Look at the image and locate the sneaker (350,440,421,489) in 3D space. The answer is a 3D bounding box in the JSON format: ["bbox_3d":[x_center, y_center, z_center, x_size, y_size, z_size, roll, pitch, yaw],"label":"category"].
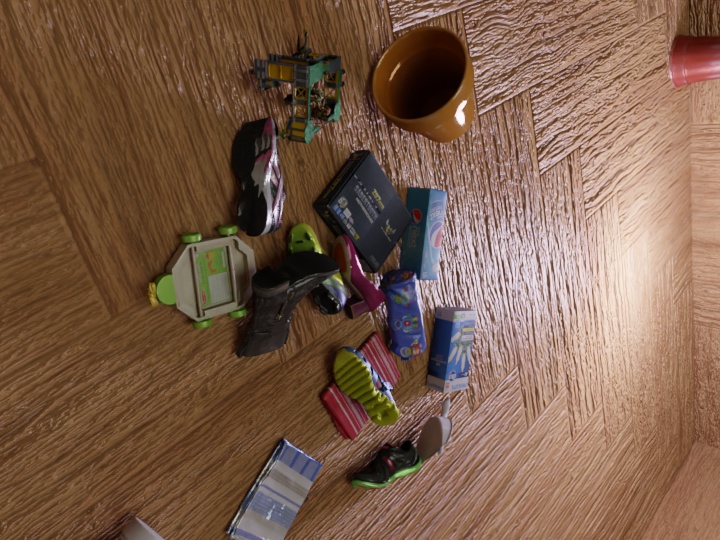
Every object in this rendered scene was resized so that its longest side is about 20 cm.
[{"bbox_3d":[0.052,0.441,1.364,0.199,0.077,0.085,-9,79,-42],"label":"sneaker"}]

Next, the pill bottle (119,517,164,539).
[{"bbox_3d":[-0.375,0.488,0.901,0.200,0.114,0.115,-51,129,-26],"label":"pill bottle"}]

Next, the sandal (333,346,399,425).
[{"bbox_3d":[0.010,0.232,1.253,0.201,0.079,0.087,57,20,-24],"label":"sandal"}]

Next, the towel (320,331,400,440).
[{"bbox_3d":[0.003,0.251,1.301,0.200,0.022,0.145,-47,125,-31],"label":"towel"}]

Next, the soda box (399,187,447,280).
[{"bbox_3d":[0.139,-0.081,1.342,0.064,0.068,0.202,1,97,-45],"label":"soda box"}]

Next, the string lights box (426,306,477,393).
[{"bbox_3d":[0.226,0.194,1.488,0.102,0.059,0.202,2,97,-46],"label":"string lights box"}]

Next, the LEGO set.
[{"bbox_3d":[-0.113,-0.307,1.026,0.200,0.115,0.155,-60,158,-48],"label":"LEGO set"}]

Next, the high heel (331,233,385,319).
[{"bbox_3d":[0.000,0.000,1.218,0.096,0.067,0.201,-29,132,-27],"label":"high heel"}]

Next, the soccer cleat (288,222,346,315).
[{"bbox_3d":[-0.082,-0.008,1.153,0.084,0.064,0.201,-66,138,-56],"label":"soccer cleat"}]

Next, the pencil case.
[{"bbox_3d":[0.093,0.097,1.325,0.086,0.078,0.202,-11,110,-3],"label":"pencil case"}]

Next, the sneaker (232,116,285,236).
[{"bbox_3d":[-0.167,-0.158,1.031,0.086,0.080,0.202,-1,97,-68],"label":"sneaker"}]

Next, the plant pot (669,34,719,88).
[{"bbox_3d":[1.325,-0.812,2.304,0.200,0.194,0.203,-11,106,-43],"label":"plant pot"}]

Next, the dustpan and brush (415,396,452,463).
[{"bbox_3d":[0.191,0.385,1.473,0.057,0.140,0.201,25,42,-12],"label":"dustpan and brush"}]

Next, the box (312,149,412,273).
[{"bbox_3d":[0.011,-0.118,1.219,0.158,0.051,0.200,-55,130,-24],"label":"box"}]

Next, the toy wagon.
[{"bbox_3d":[-0.260,0.013,0.981,0.199,0.039,0.157,-16,109,-41],"label":"toy wagon"}]

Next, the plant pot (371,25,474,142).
[{"bbox_3d":[0.150,-0.358,1.230,0.183,0.199,0.202,27,78,-60],"label":"plant pot"}]

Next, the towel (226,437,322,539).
[{"bbox_3d":[-0.161,0.445,1.173,0.147,0.024,0.201,48,64,-40],"label":"towel"}]

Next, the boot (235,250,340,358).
[{"bbox_3d":[-0.133,0.064,1.075,0.199,0.069,0.175,-19,137,-37],"label":"boot"}]
